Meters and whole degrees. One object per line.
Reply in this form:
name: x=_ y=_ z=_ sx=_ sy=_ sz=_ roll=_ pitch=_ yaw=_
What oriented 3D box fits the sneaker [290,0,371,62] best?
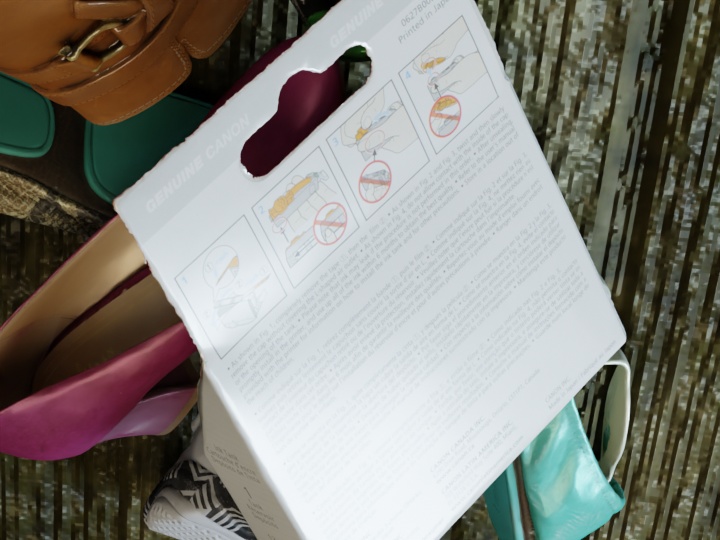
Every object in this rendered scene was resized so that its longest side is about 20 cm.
sneaker: x=-0.013 y=-0.161 z=0.878 sx=0.078 sy=0.085 sz=0.200 roll=-15 pitch=127 yaw=13

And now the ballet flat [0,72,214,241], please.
ballet flat: x=-0.119 y=-0.042 z=0.993 sx=0.200 sy=0.068 sz=0.075 roll=14 pitch=149 yaw=-20

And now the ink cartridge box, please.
ink cartridge box: x=0.000 y=0.000 z=0.911 sx=0.050 sy=0.161 sz=0.200 roll=17 pitch=143 yaw=50

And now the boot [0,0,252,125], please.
boot: x=-0.127 y=-0.087 z=0.896 sx=0.200 sy=0.074 sz=0.155 roll=-33 pitch=153 yaw=3

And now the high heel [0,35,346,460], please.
high heel: x=-0.077 y=-0.004 z=0.923 sx=0.096 sy=0.067 sz=0.200 roll=-2 pitch=133 yaw=-39

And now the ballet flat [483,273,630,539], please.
ballet flat: x=0.073 y=0.033 z=1.058 sx=0.070 sy=0.067 sz=0.200 roll=-24 pitch=129 yaw=-10

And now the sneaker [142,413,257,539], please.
sneaker: x=-0.027 y=0.058 z=1.068 sx=0.075 sy=0.115 sz=0.200 roll=22 pitch=161 yaw=-15
